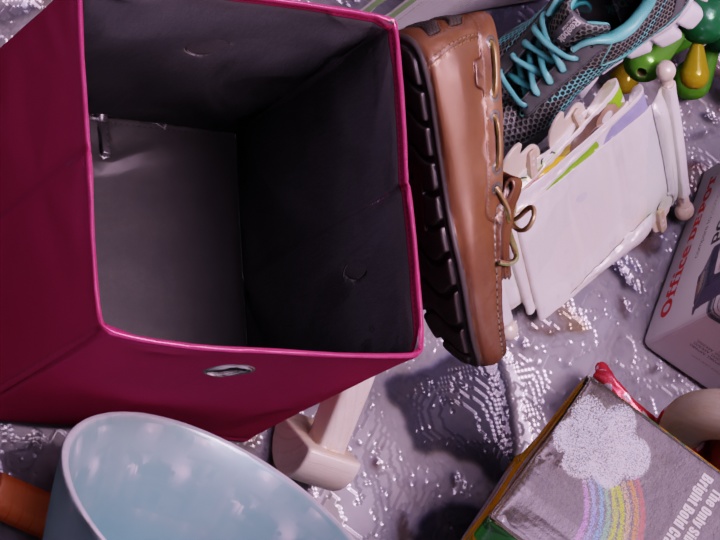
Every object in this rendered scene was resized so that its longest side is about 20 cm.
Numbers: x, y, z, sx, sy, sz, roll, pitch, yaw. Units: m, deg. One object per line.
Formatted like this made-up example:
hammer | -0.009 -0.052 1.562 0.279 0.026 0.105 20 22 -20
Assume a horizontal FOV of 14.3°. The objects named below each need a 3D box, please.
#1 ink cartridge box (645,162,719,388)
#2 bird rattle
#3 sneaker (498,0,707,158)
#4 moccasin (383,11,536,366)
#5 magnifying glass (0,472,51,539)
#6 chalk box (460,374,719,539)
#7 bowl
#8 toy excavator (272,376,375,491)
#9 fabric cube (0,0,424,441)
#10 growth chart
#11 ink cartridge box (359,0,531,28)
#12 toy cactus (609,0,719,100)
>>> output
ink cartridge box | 0.279 -0.018 1.801 0.084 0.200 0.145 32 60 -15
bird rattle | 0.231 0.112 1.737 0.200 0.163 0.113 39 62 -5
sneaker | 0.123 -0.141 1.770 0.200 0.091 0.078 -41 75 2
moccasin | 0.062 -0.045 1.612 0.077 0.074 0.203 -15 104 -25
magnifying glass | -0.118 0.162 1.607 0.199 0.022 0.080 25 63 -21
chalk box | 0.163 0.185 1.682 0.200 0.124 0.125 38 57 2
bowl | -0.093 0.177 1.516 0.200 0.105 0.201 29 22 -13
toy excavator | 0.000 0.000 1.675 0.099 0.195 0.201 20 36 -24
fabric cube | -0.103 -0.026 1.571 0.195 0.199 0.201 6 71 -31
growth chart | 0.139 -0.047 1.784 0.200 0.018 0.145 -34 133 -32
ink cartridge box | 0.071 -0.196 1.765 0.199 0.145 0.048 -14 80 -34
toy cactus | 0.246 -0.181 1.866 0.199 0.165 0.103 -9 55 -39
